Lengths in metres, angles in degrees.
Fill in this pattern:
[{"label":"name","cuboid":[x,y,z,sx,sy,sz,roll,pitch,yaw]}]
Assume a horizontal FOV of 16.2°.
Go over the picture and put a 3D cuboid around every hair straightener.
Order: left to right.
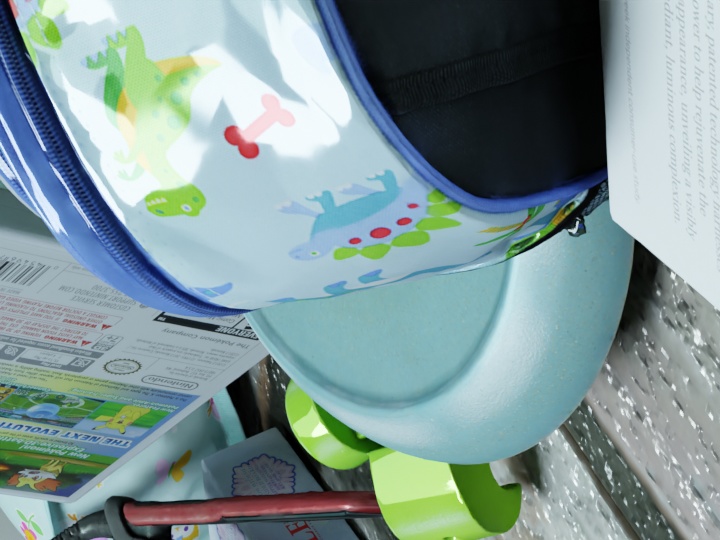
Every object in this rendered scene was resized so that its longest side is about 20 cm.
[{"label":"hair straightener","cuboid":[-0.062,0.129,1.029,0.199,0.041,0.077,-5,82,40]}]

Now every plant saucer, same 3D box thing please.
[{"label":"plant saucer","cuboid":[0.003,-0.036,0.761,0.200,0.027,0.201,22,119,47]}]

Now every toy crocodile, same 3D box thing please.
[{"label":"toy crocodile","cuboid":[0.000,0.000,0.856,0.067,0.062,0.201,-34,73,36]}]

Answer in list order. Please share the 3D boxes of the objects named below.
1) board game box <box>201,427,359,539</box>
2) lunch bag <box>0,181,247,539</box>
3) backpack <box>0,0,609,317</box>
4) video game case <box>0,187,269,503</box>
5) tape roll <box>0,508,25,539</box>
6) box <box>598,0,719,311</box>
[{"label":"board game box","cuboid":[-0.002,0.204,1.093,0.200,0.041,0.200,50,153,42]},{"label":"lunch bag","cuboid":[-0.135,0.027,1.147,0.170,0.122,0.201,42,153,54]},{"label":"backpack","cuboid":[-0.015,-0.081,0.535,0.147,0.200,0.184,-17,96,29]},{"label":"video game case","cuboid":[-0.141,0.031,0.958,0.182,0.200,0.022,-37,54,37]},{"label":"tape roll","cuboid":[-0.258,0.154,1.483,0.203,0.202,0.139,57,157,30]},{"label":"box","cuboid":[0.130,-0.029,0.414,0.200,0.097,0.125,46,151,48]}]
